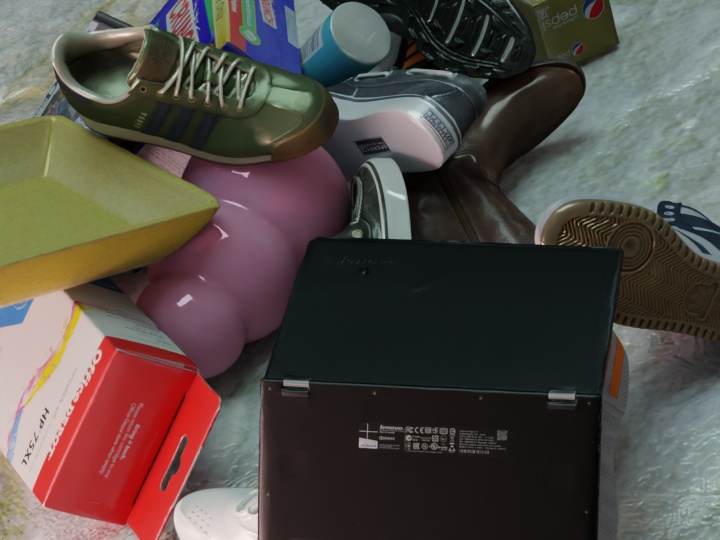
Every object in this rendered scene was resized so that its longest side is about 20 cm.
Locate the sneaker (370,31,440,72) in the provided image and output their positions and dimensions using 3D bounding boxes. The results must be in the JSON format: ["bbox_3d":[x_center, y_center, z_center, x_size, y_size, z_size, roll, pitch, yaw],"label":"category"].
[{"bbox_3d":[0.058,-0.149,1.727,0.090,0.070,0.200,11,48,28],"label":"sneaker"}]

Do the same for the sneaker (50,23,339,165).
[{"bbox_3d":[-0.120,-0.123,1.516,0.200,0.090,0.067,8,68,25],"label":"sneaker"}]

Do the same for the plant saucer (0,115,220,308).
[{"bbox_3d":[-0.227,-0.035,1.498,0.200,0.049,0.200,-17,31,-38],"label":"plant saucer"}]

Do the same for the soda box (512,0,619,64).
[{"bbox_3d":[0.125,-0.227,1.795,0.064,0.068,0.200,-27,34,-11],"label":"soda box"}]

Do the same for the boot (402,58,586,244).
[{"bbox_3d":[0.105,-0.053,1.562,0.186,0.064,0.200,-33,31,3],"label":"boot"}]

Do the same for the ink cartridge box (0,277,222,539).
[{"bbox_3d":[-0.176,0.083,1.461,0.200,0.067,0.116,39,107,53],"label":"ink cartridge box"}]

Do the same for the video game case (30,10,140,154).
[{"bbox_3d":[-0.209,-0.100,1.680,0.181,0.025,0.200,-58,25,0],"label":"video game case"}]

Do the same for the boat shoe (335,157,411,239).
[{"bbox_3d":[0.000,0.000,1.499,0.064,0.071,0.200,2,46,-6],"label":"boat shoe"}]

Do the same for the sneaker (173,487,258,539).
[{"bbox_3d":[-0.026,0.143,1.332,0.200,0.087,0.075,1,40,30],"label":"sneaker"}]

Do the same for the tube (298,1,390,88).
[{"bbox_3d":[-0.049,-0.134,1.702,0.077,0.050,0.200,-44,4,-38],"label":"tube"}]

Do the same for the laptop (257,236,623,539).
[{"bbox_3d":[0.047,0.086,1.268,0.187,0.200,0.116,2,4,12],"label":"laptop"}]

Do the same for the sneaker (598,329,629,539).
[{"bbox_3d":[0.090,0.124,1.325,0.112,0.078,0.200,-18,41,41],"label":"sneaker"}]

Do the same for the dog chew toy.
[{"bbox_3d":[-0.089,-0.008,1.554,0.124,0.125,0.200,6,49,33],"label":"dog chew toy"}]

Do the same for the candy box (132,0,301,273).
[{"bbox_3d":[-0.134,-0.126,1.693,0.200,0.077,0.169,-45,26,23],"label":"candy box"}]

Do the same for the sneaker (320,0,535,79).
[{"bbox_3d":[0.059,-0.193,1.665,0.079,0.074,0.200,11,16,-48],"label":"sneaker"}]

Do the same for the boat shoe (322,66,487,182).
[{"bbox_3d":[0.016,-0.111,1.596,0.068,0.072,0.200,-44,21,-24],"label":"boat shoe"}]

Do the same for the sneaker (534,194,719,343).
[{"bbox_3d":[0.171,-0.010,1.393,0.070,0.200,0.108,-64,31,12],"label":"sneaker"}]
